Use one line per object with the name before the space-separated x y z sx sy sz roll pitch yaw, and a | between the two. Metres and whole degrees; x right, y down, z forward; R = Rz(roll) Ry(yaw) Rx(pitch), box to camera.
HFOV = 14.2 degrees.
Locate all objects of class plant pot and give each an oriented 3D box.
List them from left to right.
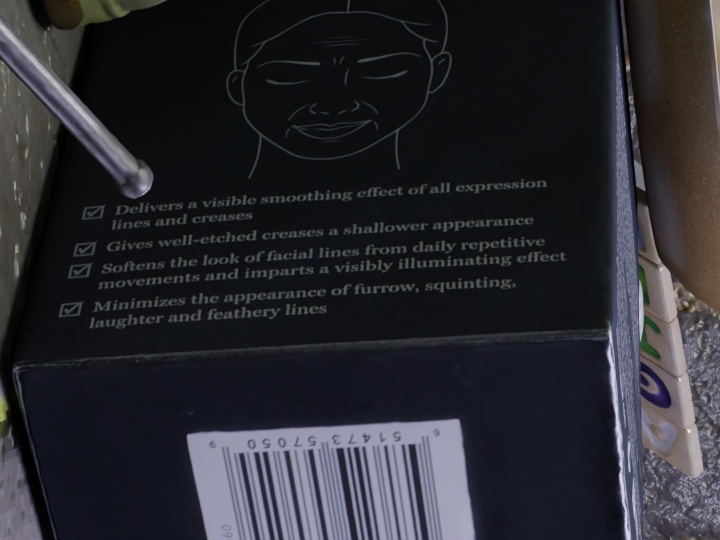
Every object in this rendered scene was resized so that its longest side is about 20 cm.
plant pot | 0.097 -0.083 0.891 0.200 0.027 0.201 -5 90 -82

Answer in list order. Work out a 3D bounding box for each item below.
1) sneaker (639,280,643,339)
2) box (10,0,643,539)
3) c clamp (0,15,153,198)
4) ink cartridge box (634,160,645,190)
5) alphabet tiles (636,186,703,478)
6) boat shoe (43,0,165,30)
sneaker | 0.017 -0.040 0.940 0.200 0.074 0.087 45 9 -14
box | 0.000 0.000 0.791 0.200 0.148 0.107 -83 167 -52
c clamp | -0.030 -0.125 0.584 0.171 0.200 0.027 39 15 -43
ink cartridge box | 0.030 -0.057 1.064 0.039 0.200 0.100 -43 169 -19
alphabet tiles | 0.039 -0.020 1.054 0.008 0.200 0.167 -45 147 -19
boat shoe | -0.044 -0.128 0.822 0.200 0.062 0.073 -79 162 -54
